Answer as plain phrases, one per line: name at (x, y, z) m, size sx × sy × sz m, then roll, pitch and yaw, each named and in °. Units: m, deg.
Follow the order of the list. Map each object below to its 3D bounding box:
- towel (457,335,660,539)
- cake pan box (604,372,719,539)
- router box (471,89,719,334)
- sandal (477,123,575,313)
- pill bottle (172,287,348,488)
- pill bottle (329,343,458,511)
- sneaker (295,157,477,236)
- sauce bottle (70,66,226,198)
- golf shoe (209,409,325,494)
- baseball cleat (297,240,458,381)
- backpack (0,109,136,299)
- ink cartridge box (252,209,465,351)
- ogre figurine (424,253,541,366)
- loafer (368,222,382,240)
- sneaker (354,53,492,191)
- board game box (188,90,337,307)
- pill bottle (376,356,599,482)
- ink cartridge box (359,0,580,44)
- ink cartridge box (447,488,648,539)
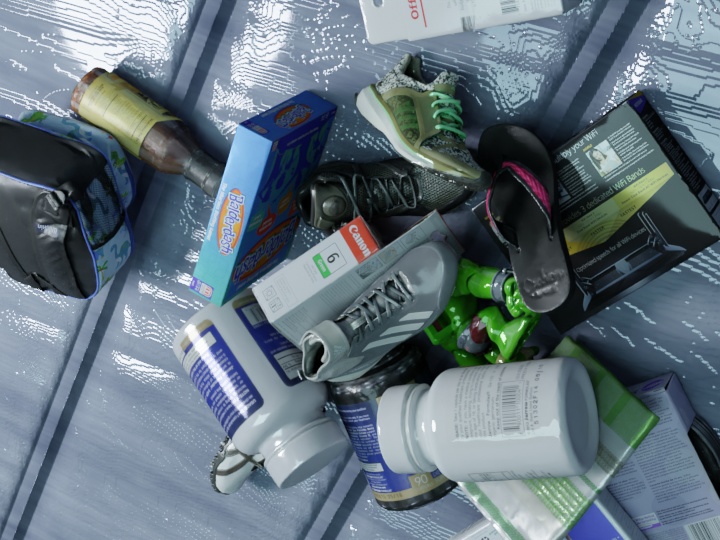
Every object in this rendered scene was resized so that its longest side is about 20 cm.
towel at (0.198, 0.185, 1.278) m, size 0.200 × 0.031 × 0.149 m, roll -52°, pitch 46°, yaw 10°
cake pan box at (0.282, 0.219, 1.314) m, size 0.200 × 0.052 × 0.185 m, roll -25°, pitch 99°, yaw 32°
router box at (0.233, -0.053, 1.226) m, size 0.200 × 0.052 × 0.157 m, roll -35°, pitch 92°, yaw 32°
sandal at (0.153, -0.057, 1.182) m, size 0.075 × 0.045 × 0.201 m, roll -30°, pitch 61°, yaw 33°
pill bottle at (-0.105, 0.131, 1.368) m, size 0.120 × 0.120 × 0.200 m, roll -47°, pitch 70°, yaw 32°
pill bottle at (0.034, 0.150, 1.371) m, size 0.112 × 0.112 × 0.201 m, roll -16°, pitch 102°, yaw 30°
sneaker at (0.020, -0.076, 1.288) m, size 0.199 × 0.114 × 0.077 m, roll -1°, pitch 111°, yaw 24°
sauce bottle at (-0.232, -0.152, 1.409) m, size 0.200 × 0.066 × 0.066 m, roll 35°, pitch 121°, yaw 7°
golf shoe at (-0.111, 0.208, 1.485) m, size 0.094 × 0.078 × 0.200 m, roll 34°, pitch 122°, yaw 10°
baseball cleat at (0.014, 0.049, 1.234) m, size 0.070 × 0.106 × 0.200 m, roll 51°, pitch 120°, yaw 20°
backpack at (-0.345, -0.074, 1.435) m, size 0.182 × 0.147 × 0.200 m, roll 17°, pitch 140°, yaw 21°
ink cartridge box at (0.000, 0.000, 1.280) m, size 0.200 × 0.109 × 0.050 m, roll -35°, pitch 60°, yaw 5°
ogre figurine at (0.121, 0.051, 1.289) m, size 0.120 × 0.200 × 0.098 m, roll 36°, pitch 79°, yaw 21°
loafer at (-0.052, 0.021, 1.384) m, size 0.072 × 0.063 × 0.200 m, roll 42°, pitch 126°, yaw 3°
sneaker at (0.070, -0.151, 1.222) m, size 0.089 × 0.077 × 0.200 m, roll -57°, pitch 48°, yaw 16°
board game box at (-0.102, -0.077, 1.323) m, size 0.045 × 0.152 × 0.201 m, roll 28°, pitch 120°, yaw 13°
pill bottle at (0.124, 0.150, 1.237) m, size 0.199 × 0.114 × 0.115 m, roll -8°, pitch 106°, yaw 27°
ink cartridge box at (0.097, -0.288, 1.190) m, size 0.199 × 0.067 × 0.116 m, roll -4°, pitch 108°, yaw 27°
ink cartridge box at (0.218, 0.326, 1.332) m, size 0.198 × 0.043 × 0.200 m, roll -39°, pitch 87°, yaw 31°
